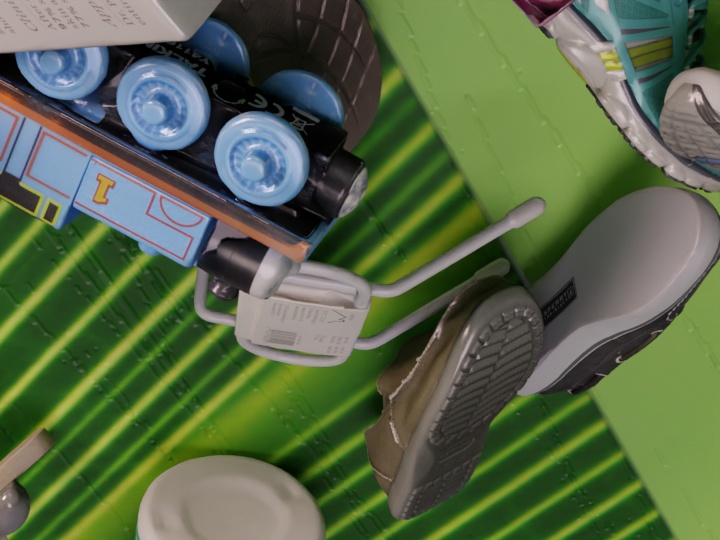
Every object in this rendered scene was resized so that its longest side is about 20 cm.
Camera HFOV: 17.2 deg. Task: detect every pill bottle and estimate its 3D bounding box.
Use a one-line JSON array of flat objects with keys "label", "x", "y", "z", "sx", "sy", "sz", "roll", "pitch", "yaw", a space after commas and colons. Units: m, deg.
[{"label": "pill bottle", "x": -0.088, "y": 0.219, "z": 1.442, "sx": 0.113, "sy": 0.113, "sz": 0.200, "roll": 6, "pitch": 128, "yaw": -5}]

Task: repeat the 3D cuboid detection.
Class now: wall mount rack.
[{"label": "wall mount rack", "x": 0.000, "y": 0.000, "z": 1.265, "sx": 0.174, "sy": 0.075, "sz": 0.200, "roll": 9, "pitch": 165, "yaw": -4}]

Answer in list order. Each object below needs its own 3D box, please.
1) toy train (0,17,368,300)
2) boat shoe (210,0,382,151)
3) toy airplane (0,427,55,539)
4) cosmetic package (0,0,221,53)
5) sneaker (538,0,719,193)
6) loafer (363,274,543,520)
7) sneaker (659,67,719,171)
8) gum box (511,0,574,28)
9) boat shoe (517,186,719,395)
[{"label": "toy train", "x": -0.096, "y": -0.061, "z": 1.135, "sx": 0.200, "sy": 0.087, "sz": 0.114, "roll": 28, "pitch": 120, "yaw": 3}, {"label": "boat shoe", "x": -0.055, "y": -0.136, "z": 1.195, "sx": 0.076, "sy": 0.072, "sz": 0.200, "roll": -44, "pitch": 131, "yaw": -12}, {"label": "toy airplane", "x": -0.270, "y": 0.180, "z": 1.359, "sx": 0.200, "sy": 0.199, "sz": 0.141, "roll": -23, "pitch": 114, "yaw": 15}, {"label": "cosmetic package", "x": -0.136, "y": -0.208, "z": 1.023, "sx": 0.200, "sy": 0.166, "sz": 0.167, "roll": 3, "pitch": 141, "yaw": 47}, {"label": "sneaker", "x": 0.146, "y": -0.117, "z": 1.207, "sx": 0.080, "sy": 0.078, "sz": 0.200, "roll": -34, "pitch": 122, "yaw": 12}, {"label": "loafer", "x": 0.040, "y": 0.064, "z": 1.325, "sx": 0.075, "sy": 0.070, "sz": 0.200, "roll": -23, "pitch": 153, "yaw": -33}, {"label": "sneaker", "x": 0.221, "y": -0.083, "z": 1.200, "sx": 0.200, "sy": 0.074, "sz": 0.087, "roll": 9, "pitch": 97, "yaw": -48}, {"label": "gum box", "x": 0.143, "y": -0.205, "z": 1.044, "sx": 0.066, "sy": 0.114, "sz": 0.200, "roll": 48, "pitch": 132, "yaw": -4}, {"label": "boat shoe", "x": 0.142, "y": 0.014, "z": 1.294, "sx": 0.057, "sy": 0.069, "sz": 0.200, "roll": 10, "pitch": 151, "yaw": -27}]
